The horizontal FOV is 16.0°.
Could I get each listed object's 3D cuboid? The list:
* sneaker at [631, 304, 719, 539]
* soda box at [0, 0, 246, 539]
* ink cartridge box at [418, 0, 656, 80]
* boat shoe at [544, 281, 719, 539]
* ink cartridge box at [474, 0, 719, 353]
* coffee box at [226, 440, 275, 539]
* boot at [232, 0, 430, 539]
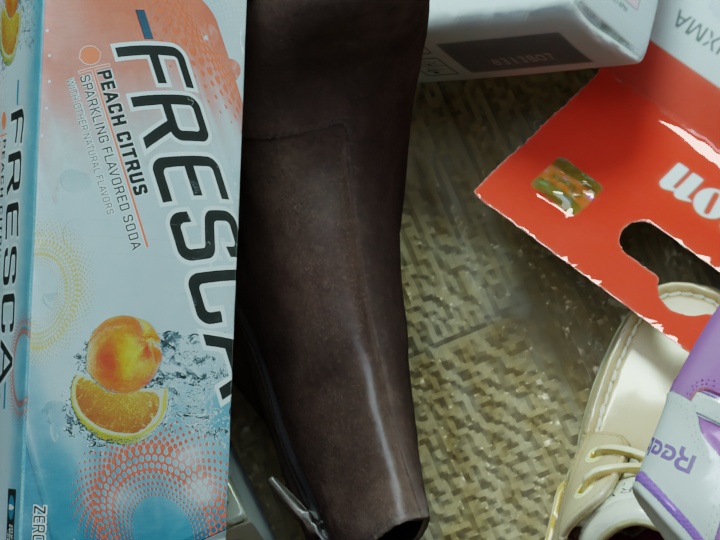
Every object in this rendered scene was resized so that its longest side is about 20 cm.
[{"bbox_3d":[0.171,0.088,0.767,0.200,0.073,0.114,31,88,-11],"label":"sneaker"},{"bbox_3d":[-0.075,-0.008,0.754,0.064,0.068,0.200,3,87,-21],"label":"soda box"},{"bbox_3d":[0.042,-0.161,0.893,0.162,0.057,0.200,-2,68,40],"label":"ink cartridge box"},{"bbox_3d":[0.094,0.089,0.805,0.074,0.069,0.200,5,68,14],"label":"boat shoe"},{"bbox_3d":[0.162,-0.056,0.842,0.163,0.057,0.200,37,60,22],"label":"ink cartridge box"},{"bbox_3d":[-0.139,0.089,0.845,0.200,0.080,0.113,-25,66,0],"label":"coffee box"},{"bbox_3d":[0.000,0.000,0.799,0.072,0.200,0.166,-10,66,-18],"label":"boot"}]
